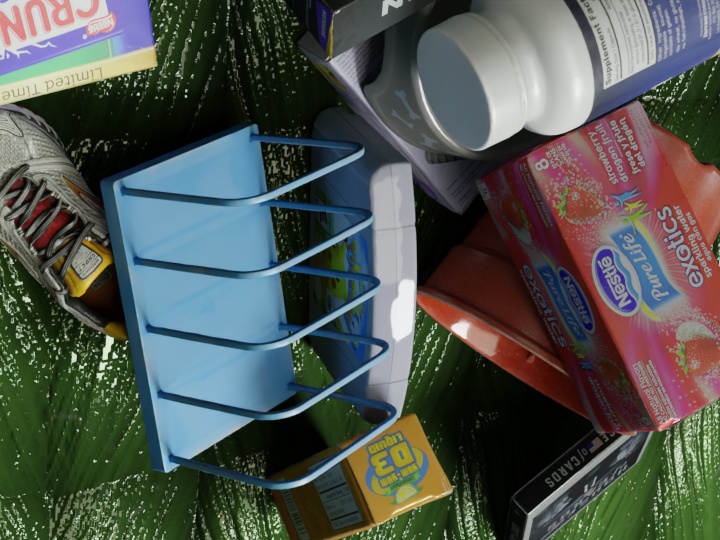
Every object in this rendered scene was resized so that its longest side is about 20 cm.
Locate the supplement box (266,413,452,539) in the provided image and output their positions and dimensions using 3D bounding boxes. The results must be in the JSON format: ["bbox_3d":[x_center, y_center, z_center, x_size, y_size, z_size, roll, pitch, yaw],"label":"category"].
[{"bbox_3d":[-0.006,0.157,1.170,0.066,0.200,0.069,-21,85,-23],"label":"supplement box"}]

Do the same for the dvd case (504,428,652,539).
[{"bbox_3d":[0.184,0.175,1.346,0.150,0.025,0.200,-38,161,-11],"label":"dvd case"}]

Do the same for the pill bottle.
[{"bbox_3d":[0.139,-0.154,1.024,0.199,0.111,0.112,-27,125,-20],"label":"pill bottle"}]

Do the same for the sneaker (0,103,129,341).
[{"bbox_3d":[-0.192,-0.030,1.024,0.078,0.082,0.200,-45,129,-6],"label":"sneaker"}]

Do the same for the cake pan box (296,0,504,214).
[{"bbox_3d":[0.078,-0.171,1.153,0.200,0.052,0.184,-49,131,-3],"label":"cake pan box"}]

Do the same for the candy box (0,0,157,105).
[{"bbox_3d":[-0.218,-0.200,0.925,0.168,0.077,0.201,-19,123,-25],"label":"candy box"}]

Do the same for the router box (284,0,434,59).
[{"bbox_3d":[0.019,-0.246,1.007,0.199,0.158,0.052,-31,159,-16],"label":"router box"}]

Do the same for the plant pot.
[{"bbox_3d":[0.172,-0.011,1.214,0.201,0.200,0.196,37,83,-40],"label":"plant pot"}]

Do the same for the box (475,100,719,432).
[{"bbox_3d":[0.172,0.001,1.072,0.095,0.100,0.201,-26,92,-17],"label":"box"}]

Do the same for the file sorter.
[{"bbox_3d":[-0.063,0.021,1.041,0.139,0.122,0.201,-29,118,-47],"label":"file sorter"}]

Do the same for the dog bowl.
[{"bbox_3d":[0.095,-0.167,1.098,0.199,0.059,0.201,-15,119,-28],"label":"dog bowl"}]

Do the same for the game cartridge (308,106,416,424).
[{"bbox_3d":[0.000,0.000,1.133,0.040,0.133,0.201,-10,118,-23],"label":"game cartridge"}]
